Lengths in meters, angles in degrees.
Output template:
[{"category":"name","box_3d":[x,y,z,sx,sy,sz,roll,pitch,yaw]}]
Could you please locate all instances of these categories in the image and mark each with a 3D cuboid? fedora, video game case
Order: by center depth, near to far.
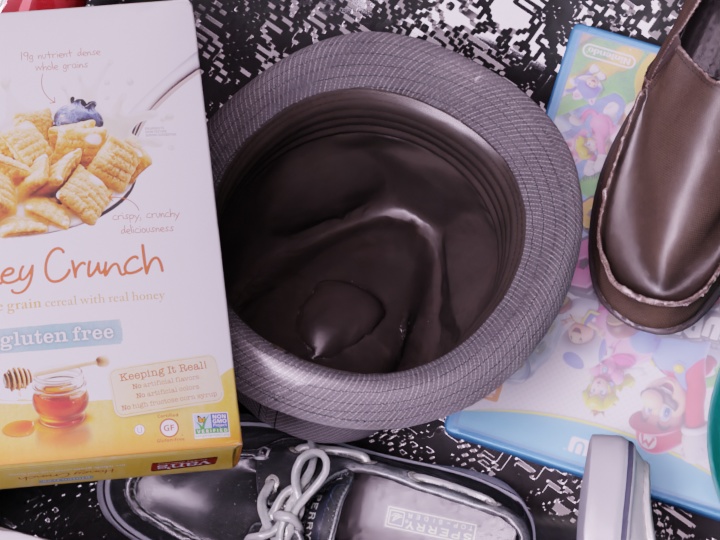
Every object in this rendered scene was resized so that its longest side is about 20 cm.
[{"category":"fedora","box_3d":[0.000,0.000,1.316,0.177,0.090,0.200,24,56,4]},{"category":"video game case","box_3d":[0.136,0.001,1.354,0.143,0.018,0.200,17,83,9]}]

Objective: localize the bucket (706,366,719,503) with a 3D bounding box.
[{"category":"bucket","box_3d":[0.247,0.069,1.260,0.207,0.135,0.207,0,82,-1]}]

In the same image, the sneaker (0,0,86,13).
[{"category":"sneaker","box_3d":[-0.124,-0.058,1.306,0.115,0.078,0.200,23,100,17]}]

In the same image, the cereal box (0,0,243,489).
[{"category":"cereal box","box_3d":[-0.130,-0.012,1.222,0.144,0.040,0.200,-5,71,-8]}]

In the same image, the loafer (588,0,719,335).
[{"category":"loafer","box_3d":[0.150,-0.071,1.319,0.073,0.071,0.200,16,82,9]}]

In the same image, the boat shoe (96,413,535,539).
[{"category":"boat shoe","box_3d":[-0.022,0.109,1.320,0.199,0.068,0.074,14,91,3]}]

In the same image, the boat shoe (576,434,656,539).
[{"category":"boat shoe","box_3d":[0.130,0.171,1.300,0.066,0.072,0.200,-3,82,2]}]

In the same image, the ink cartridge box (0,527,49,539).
[{"category":"ink cartridge box","box_3d":[-0.152,0.156,1.263,0.145,0.200,0.084,13,81,13]}]
